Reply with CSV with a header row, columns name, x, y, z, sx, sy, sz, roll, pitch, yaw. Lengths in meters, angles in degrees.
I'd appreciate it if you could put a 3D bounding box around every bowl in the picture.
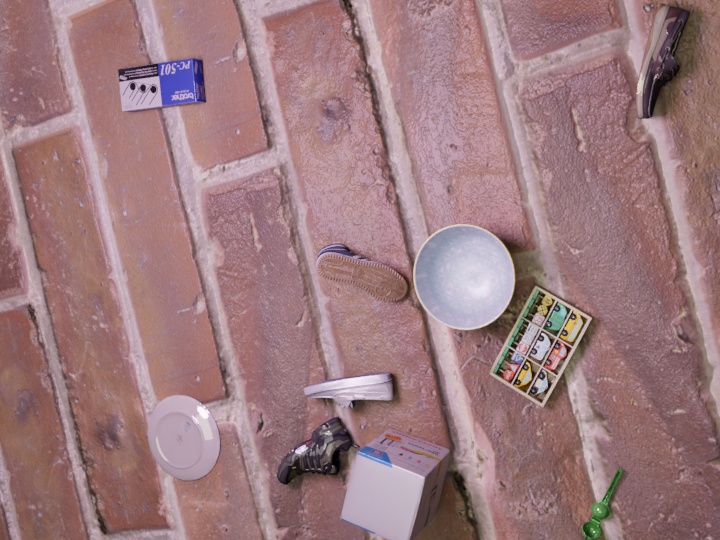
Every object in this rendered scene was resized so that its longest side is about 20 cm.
name,x,y,z,sx,sy,sz,roll,pitch,yaw
bowl,0.211,0.007,1.644,0.197,0.107,0.204,2,96,21

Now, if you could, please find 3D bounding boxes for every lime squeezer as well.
name,x,y,z,sx,sy,sz,roll,pitch,yaw
lime squeezer,0.449,0.471,1.622,0.037,0.071,0.202,21,73,33

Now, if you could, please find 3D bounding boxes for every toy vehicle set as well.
name,x,y,z,sx,sy,sz,roll,pitch,yaw
toy vehicle set,0.348,0.146,1.647,0.123,0.026,0.202,29,105,16

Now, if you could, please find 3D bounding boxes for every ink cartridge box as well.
name,x,y,z,sx,sy,sz,roll,pitch,yaw
ink cartridge box,0.075,0.424,1.687,0.145,0.200,0.147,16,99,19
ink cartridge box,-0.443,-0.411,1.890,0.197,0.044,0.096,-3,96,21

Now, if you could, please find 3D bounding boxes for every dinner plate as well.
name,x,y,z,sx,sy,sz,roll,pitch,yaw
dinner plate,-0.415,0.390,1.968,0.197,0.024,0.204,2,95,20

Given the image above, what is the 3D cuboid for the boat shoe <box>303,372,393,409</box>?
name,x,y,z,sx,sy,sz,roll,pitch,yaw
boat shoe,-0.026,0.257,1.777,0.197,0.073,0.066,-11,87,23

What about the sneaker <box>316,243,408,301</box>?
name,x,y,z,sx,sy,sz,roll,pitch,yaw
sneaker,0.000,0.000,1.753,0.197,0.109,0.071,19,100,-13

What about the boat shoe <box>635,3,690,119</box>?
name,x,y,z,sx,sy,sz,roll,pitch,yaw
boat shoe,0.535,-0.367,1.504,0.064,0.072,0.203,13,94,24

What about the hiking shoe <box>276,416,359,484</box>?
name,x,y,z,sx,sy,sz,roll,pitch,yaw
hiking shoe,-0.096,0.409,1.817,0.200,0.076,0.101,-45,76,18
